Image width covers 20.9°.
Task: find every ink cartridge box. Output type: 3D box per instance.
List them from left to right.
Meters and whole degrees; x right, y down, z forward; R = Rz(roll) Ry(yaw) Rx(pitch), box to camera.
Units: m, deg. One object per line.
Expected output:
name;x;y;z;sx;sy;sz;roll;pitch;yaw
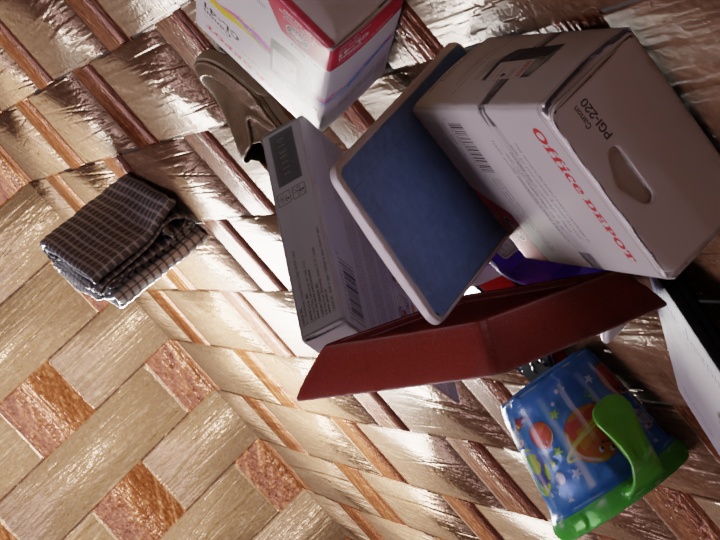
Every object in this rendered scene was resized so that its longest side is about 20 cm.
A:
ink cartridge box;-0.050;-0.205;1.484;0.148;0.086;0.200;44;165;7
ink cartridge box;0.000;0.000;1.535;0.173;0.043;0.201;40;-150;-49
ink cartridge box;0.140;-0.078;1.280;0.146;0.085;0.200;51;168;-18

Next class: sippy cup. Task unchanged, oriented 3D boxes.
sippy cup;0.194;0.145;1.691;0.178;0.139;0.131;-39;83;38

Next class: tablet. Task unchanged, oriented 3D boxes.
tablet;0.059;-0.064;1.356;0.014;0.200;0.130;-23;107;41

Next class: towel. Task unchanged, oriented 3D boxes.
towel;-0.323;-0.043;2.604;0.200;0.165;0.086;25;150;55

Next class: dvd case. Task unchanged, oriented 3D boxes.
dvd case;0.260;0.087;1.435;0.143;0.017;0.200;63;179;37

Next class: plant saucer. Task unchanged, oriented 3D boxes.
plant saucer;0.082;0.042;1.380;0.199;0.199;0.037;-11;96;45

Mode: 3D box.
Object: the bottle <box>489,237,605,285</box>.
bottle;0.121;-0.035;1.460;0.200;0.084;0.065;44;129;-5

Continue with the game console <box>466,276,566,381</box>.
game console;0.113;0.035;1.803;0.200;0.031;0.177;40;165;26

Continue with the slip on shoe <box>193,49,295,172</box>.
slip on shoe;-0.097;-0.133;1.882;0.200;0.061;0.076;44;166;9

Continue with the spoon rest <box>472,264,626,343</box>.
spoon rest;0.123;-0.010;1.553;0.199;0.099;0.061;23;134;26
